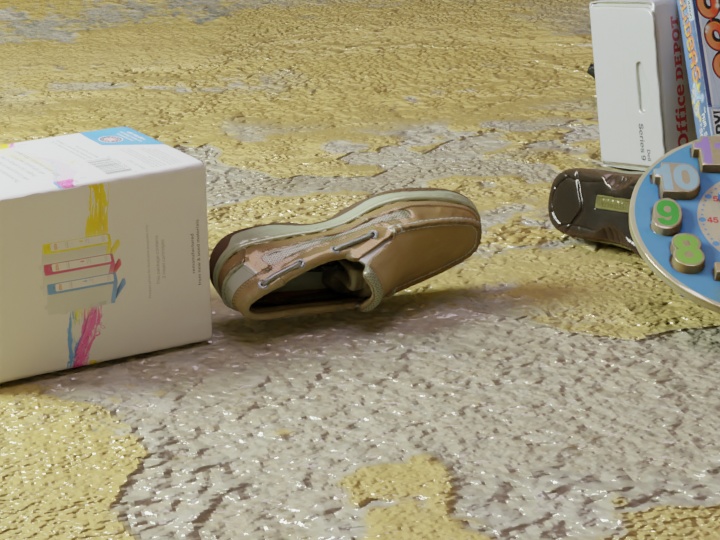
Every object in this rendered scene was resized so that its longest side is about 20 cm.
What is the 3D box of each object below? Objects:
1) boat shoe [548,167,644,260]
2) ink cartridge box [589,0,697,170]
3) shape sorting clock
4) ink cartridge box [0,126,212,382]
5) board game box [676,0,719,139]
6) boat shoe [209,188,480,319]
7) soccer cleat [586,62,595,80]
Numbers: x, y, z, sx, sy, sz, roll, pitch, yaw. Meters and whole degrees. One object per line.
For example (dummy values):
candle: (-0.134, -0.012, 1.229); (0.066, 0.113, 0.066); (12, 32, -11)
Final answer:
boat shoe: (0.231, -0.040, 1.548); (0.076, 0.072, 0.200); (5, 13, -38)
ink cartridge box: (0.301, -0.176, 1.806); (0.199, 0.147, 0.087); (-16, 15, -36)
shape sorting clock: (0.283, -0.033, 1.416); (0.198, 0.039, 0.201); (0, 37, 0)
ink cartridge box: (-0.216, -0.011, 1.386); (0.199, 0.126, 0.128); (-11, 20, -28)
board game box: (0.336, -0.168, 1.714); (0.134, 0.202, 0.034); (-7, -6, -14)
boat shoe: (0.000, 0.000, 1.433); (0.199, 0.072, 0.076); (-16, 36, -17)
soccer cleat: (0.277, -0.202, 2.063); (0.083, 0.065, 0.200); (32, 19, 4)
